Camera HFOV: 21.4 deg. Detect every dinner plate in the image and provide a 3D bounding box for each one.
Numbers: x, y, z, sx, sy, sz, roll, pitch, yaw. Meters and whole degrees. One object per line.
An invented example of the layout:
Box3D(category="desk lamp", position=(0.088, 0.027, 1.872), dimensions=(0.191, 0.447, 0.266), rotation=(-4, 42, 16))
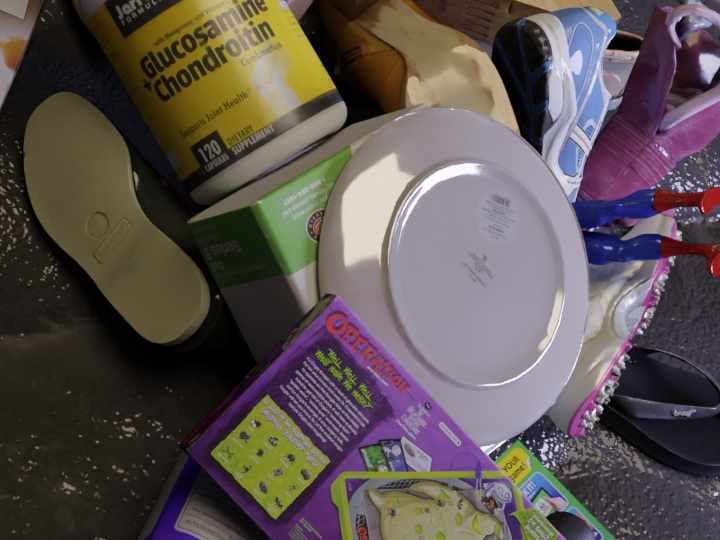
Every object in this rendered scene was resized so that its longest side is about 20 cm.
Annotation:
Box3D(category="dinner plate", position=(0.063, 0.003, 1.111), dimensions=(0.200, 0.024, 0.201), rotation=(6, 80, -35))

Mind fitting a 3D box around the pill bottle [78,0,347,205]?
Box3D(category="pill bottle", position=(-0.102, -0.149, 1.165), dimensions=(0.112, 0.112, 0.200), rotation=(-33, 93, -42))

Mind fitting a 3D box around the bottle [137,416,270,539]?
Box3D(category="bottle", position=(-0.085, 0.166, 1.055), dimensions=(0.083, 0.065, 0.200), rotation=(36, 46, -13))

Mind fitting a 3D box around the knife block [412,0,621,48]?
Box3D(category="knife block", position=(0.097, -0.251, 1.332), dimensions=(0.199, 0.064, 0.176), rotation=(18, 67, 1))

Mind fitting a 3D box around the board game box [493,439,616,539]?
Box3D(category="board game box", position=(0.082, 0.205, 1.147), dimensions=(0.135, 0.029, 0.200), rotation=(46, 47, 7))

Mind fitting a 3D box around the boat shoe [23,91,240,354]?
Box3D(category="boat shoe", position=(-0.143, -0.028, 1.178), dimensions=(0.202, 0.074, 0.063), rotation=(52, 13, 27))

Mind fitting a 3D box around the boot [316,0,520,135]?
Box3D(category="boot", position=(0.038, -0.125, 1.304), dimensions=(0.071, 0.144, 0.202), rotation=(-33, 81, -9))

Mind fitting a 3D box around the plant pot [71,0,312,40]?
Box3D(category="plant pot", position=(-0.094, -0.219, 1.295), dimensions=(0.201, 0.201, 0.093), rotation=(62, 17, 23))

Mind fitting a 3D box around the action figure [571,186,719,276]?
Box3D(category="action figure", position=(0.122, -0.017, 1.212), dimensions=(0.099, 0.199, 0.066), rotation=(-34, 119, -50))

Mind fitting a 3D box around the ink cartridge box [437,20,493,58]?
Box3D(category="ink cartridge box", position=(0.064, -0.198, 1.375), dimensions=(0.200, 0.059, 0.104), rotation=(39, 71, 9))

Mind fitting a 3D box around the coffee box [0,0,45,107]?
Box3D(category="coffee box", position=(-0.247, -0.134, 1.160), dimensions=(0.079, 0.114, 0.201), rotation=(23, 49, -13))

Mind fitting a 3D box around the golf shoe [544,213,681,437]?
Box3D(category="golf shoe", position=(0.149, 0.018, 1.262), dimensions=(0.091, 0.075, 0.200), rotation=(25, 46, 12))

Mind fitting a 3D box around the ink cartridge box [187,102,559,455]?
Box3D(category="ink cartridge box", position=(0.011, 0.024, 1.137), dimensions=(0.145, 0.084, 0.201), rotation=(-32, 102, -34))

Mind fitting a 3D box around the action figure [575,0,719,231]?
Box3D(category="action figure", position=(0.202, -0.084, 1.337), dimensions=(0.134, 0.200, 0.149), rotation=(37, 7, -8))

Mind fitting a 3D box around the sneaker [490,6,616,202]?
Box3D(category="sneaker", position=(0.133, -0.089, 1.285), dimensions=(0.077, 0.200, 0.076), rotation=(-25, 52, -26))

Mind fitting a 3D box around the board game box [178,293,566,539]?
Box3D(category="board game box", position=(0.010, 0.125, 1.053), dimensions=(0.120, 0.032, 0.200), rotation=(-44, 103, -7))

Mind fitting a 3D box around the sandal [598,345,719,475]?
Box3D(category="sandal", position=(0.192, 0.079, 1.295), dimensions=(0.200, 0.043, 0.076), rotation=(24, 48, -11))

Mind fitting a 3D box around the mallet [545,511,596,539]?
Box3D(category="mallet", position=(0.156, 0.236, 1.124), dimensions=(0.066, 0.041, 0.200), rotation=(-27, 76, -42))

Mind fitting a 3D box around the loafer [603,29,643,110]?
Box3D(category="loafer", position=(0.123, -0.182, 1.441), dimensions=(0.199, 0.063, 0.072), rotation=(16, 49, -18))

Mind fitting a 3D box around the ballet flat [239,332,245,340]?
Box3D(category="ballet flat", position=(0.000, 0.000, 1.232), dimensions=(0.072, 0.072, 0.200), rotation=(42, 52, 5))
